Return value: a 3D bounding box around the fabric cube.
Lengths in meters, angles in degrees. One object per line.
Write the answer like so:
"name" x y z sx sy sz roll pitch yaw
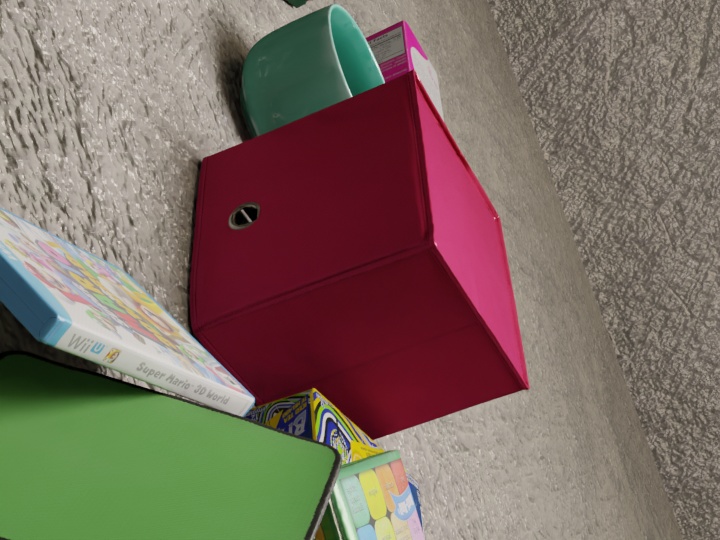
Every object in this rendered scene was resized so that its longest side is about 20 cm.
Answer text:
"fabric cube" 0.000 0.000 1.008 0.200 0.198 0.197 53 24 -42

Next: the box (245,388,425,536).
"box" -0.018 0.168 0.978 0.200 0.070 0.065 48 30 -50

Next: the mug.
"mug" -0.038 -0.147 1.198 0.152 0.114 0.186 -82 148 -59

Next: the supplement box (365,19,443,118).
"supplement box" 0.039 -0.189 1.507 0.101 0.103 0.201 52 26 -42

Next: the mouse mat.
"mouse mat" -0.115 0.098 0.609 0.161 0.198 0.008 -63 167 -67

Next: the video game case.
"video game case" -0.152 0.016 0.698 0.143 0.018 0.200 41 2 29

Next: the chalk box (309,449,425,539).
"chalk box" -0.027 0.180 0.715 0.125 0.198 0.125 9 62 -71

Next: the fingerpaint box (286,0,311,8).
"fingerpaint box" -0.099 -0.415 1.380 0.167 0.073 0.202 14 57 -70
